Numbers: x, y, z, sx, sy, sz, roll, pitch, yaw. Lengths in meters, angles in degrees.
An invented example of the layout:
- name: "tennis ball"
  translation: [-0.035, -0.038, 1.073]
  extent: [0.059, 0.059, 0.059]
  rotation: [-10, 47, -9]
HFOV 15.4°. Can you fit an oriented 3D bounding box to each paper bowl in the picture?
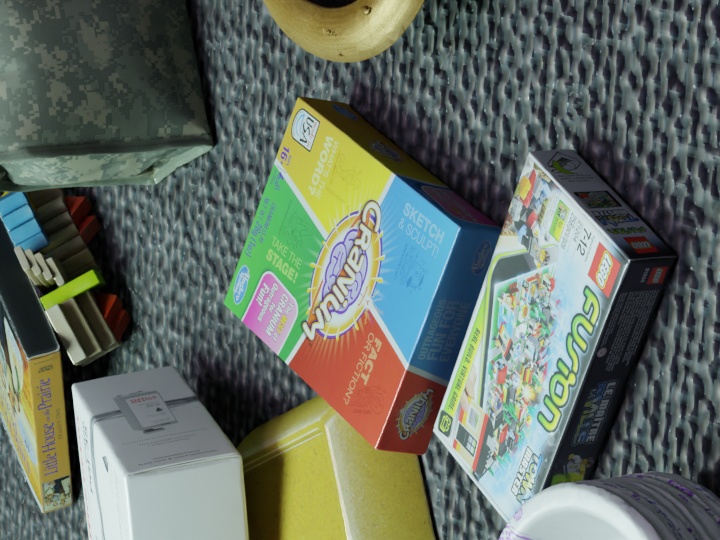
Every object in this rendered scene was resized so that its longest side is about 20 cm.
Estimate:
- name: "paper bowl"
  translation: [0.156, 0.207, 1.406]
  extent: [0.200, 0.104, 0.202]
  rotation: [12, 104, 57]

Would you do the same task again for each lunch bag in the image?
- name: "lunch bag"
  translation: [-0.222, -0.142, 1.882]
  extent: [0.117, 0.199, 0.165]
  rotation: [-26, 73, 55]

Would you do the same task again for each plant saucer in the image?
- name: "plant saucer"
  translation: [-0.025, 0.179, 1.745]
  extent: [0.200, 0.048, 0.201]
  rotation: [-31, 67, 56]

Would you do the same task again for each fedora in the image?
- name: "fedora"
  translation: [0.006, -0.222, 1.621]
  extent: [0.200, 0.082, 0.202]
  rotation: [11, 104, 51]

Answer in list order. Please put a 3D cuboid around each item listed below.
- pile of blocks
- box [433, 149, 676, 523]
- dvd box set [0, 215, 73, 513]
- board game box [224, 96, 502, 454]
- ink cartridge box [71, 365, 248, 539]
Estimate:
- name: "pile of blocks"
  translation: [-0.226, -0.019, 2.021]
  extent: [0.200, 0.062, 0.082]
  rotation: [61, 180, 27]
- name: "box"
  translation: [0.108, 0.044, 1.529]
  extent: [0.110, 0.035, 0.201]
  rotation: [50, 133, 43]
- name: "dvd box set"
  translation: [-0.263, 0.074, 2.068]
  extent: [0.200, 0.029, 0.147]
  rotation: [94, 154, -51]
- name: "board game box"
  translation: [0.000, 0.000, 1.668]
  extent: [0.200, 0.040, 0.154]
  rotation: [40, 116, 49]
- name: "ink cartridge box"
  translation: [-0.136, 0.167, 1.824]
  extent: [0.200, 0.082, 0.147]
  rotation: [-137, 40, -68]
